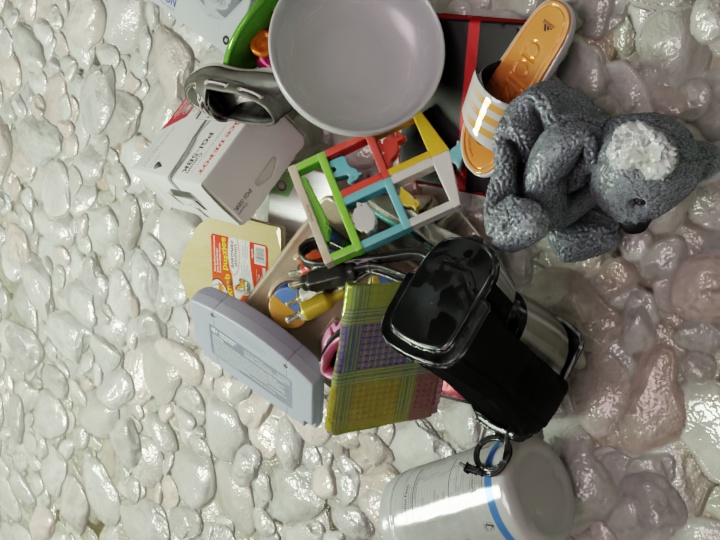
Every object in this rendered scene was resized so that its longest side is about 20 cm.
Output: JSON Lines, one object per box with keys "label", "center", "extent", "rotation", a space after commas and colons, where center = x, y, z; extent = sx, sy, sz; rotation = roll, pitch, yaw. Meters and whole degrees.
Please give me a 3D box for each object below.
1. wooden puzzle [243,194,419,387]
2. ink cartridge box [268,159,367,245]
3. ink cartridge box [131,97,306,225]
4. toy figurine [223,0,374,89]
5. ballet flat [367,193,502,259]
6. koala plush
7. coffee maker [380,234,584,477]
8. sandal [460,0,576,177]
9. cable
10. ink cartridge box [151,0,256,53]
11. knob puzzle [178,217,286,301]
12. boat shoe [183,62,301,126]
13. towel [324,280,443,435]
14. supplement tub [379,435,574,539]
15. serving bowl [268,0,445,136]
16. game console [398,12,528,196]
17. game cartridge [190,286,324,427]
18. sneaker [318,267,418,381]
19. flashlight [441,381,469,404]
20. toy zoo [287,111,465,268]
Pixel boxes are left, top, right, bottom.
{"label": "wooden puzzle", "center": [-0.027, 0.039, 1.365], "extent": [0.185, 0.046, 0.200], "rotation": [38, 107, -2]}
{"label": "ink cartridge box", "center": [-0.058, -0.033, 1.436], "extent": [0.116, 0.067, 0.202], "rotation": [14, 107, 39]}
{"label": "ink cartridge box", "center": [-0.184, -0.149, 1.437], "extent": [0.199, 0.083, 0.147], "rotation": [14, 65, 52]}
{"label": "toy figurine", "center": [-0.033, -0.258, 1.353], "extent": [0.184, 0.150, 0.200], "rotation": [40, 84, 8]}
{"label": "ballet flat", "center": [0.086, -0.053, 1.328], "extent": [0.200, 0.067, 0.064], "rotation": [37, 92, 28]}
{"label": "koala plush", "center": [0.247, -0.105, 1.109], "extent": [0.199, 0.176, 0.186], "rotation": [-1, 86, 43]}
{"label": "coffee maker", "center": [0.124, 0.091, 1.158], "extent": [0.134, 0.200, 0.194], "rotation": [-7, 61, 37]}
{"label": "sandal", "center": [0.153, -0.200, 1.201], "extent": [0.079, 0.059, 0.208], "rotation": [43, 117, 34]}
{"label": "cable", "center": [0.000, 0.000, 1.297], "extent": [0.198, 0.050, 0.098], "rotation": [-10, 57, 15]}
{"label": "ink cartridge box", "center": [-0.192, -0.415, 1.496], "extent": [0.199, 0.040, 0.201], "rotation": [37, 120, 29]}
{"label": "knob puzzle", "center": [-0.163, 0.014, 1.473], "extent": [0.218, 0.030, 0.222], "rotation": [13, 111, 39]}
{"label": "boat shoe", "center": [-0.153, -0.204, 1.330], "extent": [0.199, 0.057, 0.067], "rotation": [6, 144, 43]}
{"label": "towel", "center": [0.033, 0.096, 1.254], "extent": [0.023, 0.142, 0.202], "rotation": [-129, 40, -52]}
{"label": "supplement tub", "center": [0.133, 0.273, 1.294], "extent": [0.199, 0.131, 0.133], "rotation": [-28, 81, 40]}
{"label": "serving bowl", "center": [-0.008, -0.242, 1.264], "extent": [0.066, 0.198, 0.202], "rotation": [140, 112, -75]}
{"label": "game console", "center": [0.125, -0.189, 1.286], "extent": [0.176, 0.031, 0.202], "rotation": [13, 107, 33]}
{"label": "game cartridge", "center": [-0.126, 0.104, 1.394], "extent": [0.199, 0.041, 0.134], "rotation": [33, 151, 19]}
{"label": "sneaker", "center": [0.030, 0.067, 1.286], "extent": [0.199, 0.095, 0.079], "rotation": [-36, 91, 20]}
{"label": "flashlight", "center": [0.120, 0.131, 1.320], "extent": [0.199, 0.068, 0.068], "rotation": [11, 106, 37]}
{"label": "toy zoo", "center": [0.029, -0.101, 1.284], "extent": [0.199, 0.020, 0.132], "rotation": [-24, 71, 4]}
